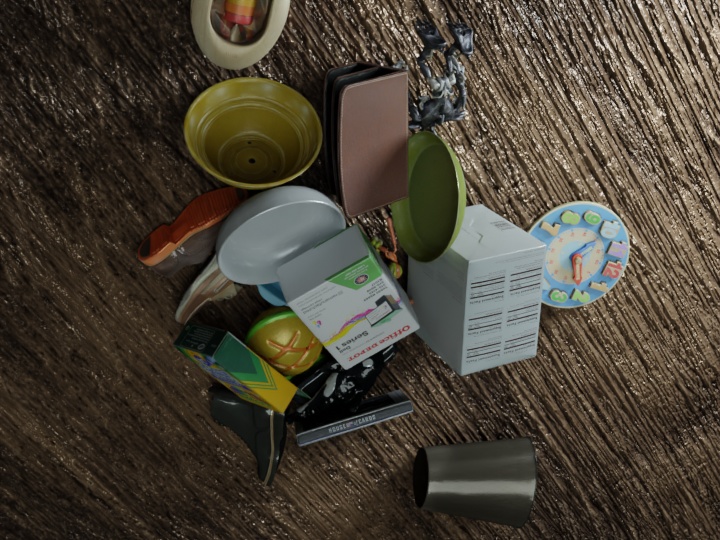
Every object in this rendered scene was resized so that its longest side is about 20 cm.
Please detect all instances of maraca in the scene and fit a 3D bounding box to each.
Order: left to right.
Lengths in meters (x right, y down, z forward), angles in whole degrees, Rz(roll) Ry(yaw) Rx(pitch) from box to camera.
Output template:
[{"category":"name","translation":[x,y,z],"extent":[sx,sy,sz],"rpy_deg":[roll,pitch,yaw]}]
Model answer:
[{"category":"maraca","translation":[-0.121,0.129,1.545],"extent":[0.137,0.107,0.200],"rpy_deg":[-14,143,-3]}]

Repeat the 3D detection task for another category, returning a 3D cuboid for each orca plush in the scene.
[{"category":"orca plush","translation":[-0.035,0.211,1.555],"extent":[0.200,0.071,0.105],"rpy_deg":[-30,135,-1]}]

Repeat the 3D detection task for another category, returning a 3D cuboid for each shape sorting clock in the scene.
[{"category":"shape sorting clock","translation":[0.372,-0.024,1.611],"extent":[0.200,0.039,0.200],"rpy_deg":[-5,115,-10]}]

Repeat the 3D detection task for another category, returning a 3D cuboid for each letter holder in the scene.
[{"category":"letter holder","translation":[-0.011,-0.194,1.381],"extent":[0.142,0.101,0.200],"rpy_deg":[-25,124,-39]}]

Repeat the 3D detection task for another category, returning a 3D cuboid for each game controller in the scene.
[{"category":"game controller","translation":[-0.028,0.173,1.607],"extent":[0.200,0.042,0.104],"rpy_deg":[-38,135,6]}]

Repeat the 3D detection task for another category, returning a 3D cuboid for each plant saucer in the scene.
[{"category":"plant saucer","translation":[0.106,-0.111,1.408],"extent":[0.031,0.200,0.200],"rpy_deg":[-4,117,-27]}]

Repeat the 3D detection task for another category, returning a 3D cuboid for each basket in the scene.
[{"category":"basket","translation":[0.207,0.391,1.723],"extent":[0.200,0.136,0.181],"rpy_deg":[4,110,-10]}]

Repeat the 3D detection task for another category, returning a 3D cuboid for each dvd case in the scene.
[{"category":"dvd case","translation":[-0.015,0.252,1.600],"extent":[0.200,0.150,0.025],"rpy_deg":[-16,91,-5]}]

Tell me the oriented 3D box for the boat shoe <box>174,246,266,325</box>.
[{"category":"boat shoe","translation":[-0.223,0.017,1.474],"extent":[0.072,0.076,0.200],"rpy_deg":[37,109,-12]}]

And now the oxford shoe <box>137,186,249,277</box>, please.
[{"category":"oxford shoe","translation":[-0.249,-0.061,1.452],"extent":[0.200,0.071,0.073],"rpy_deg":[-31,133,11]}]

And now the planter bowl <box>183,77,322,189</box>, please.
[{"category":"planter bowl","translation":[-0.159,-0.183,1.372],"extent":[0.200,0.201,0.083],"rpy_deg":[-4,151,-10]}]

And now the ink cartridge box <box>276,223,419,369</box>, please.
[{"category":"ink cartridge box","translation":[-0.015,0.045,1.435],"extent":[0.145,0.084,0.200],"rpy_deg":[-30,135,7]}]

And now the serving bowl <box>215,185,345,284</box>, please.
[{"category":"serving bowl","translation":[-0.125,-0.062,1.377],"extent":[0.200,0.066,0.200],"rpy_deg":[-19,152,-11]}]

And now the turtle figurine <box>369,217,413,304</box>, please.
[{"category":"turtle figurine","translation":[0.000,0.000,1.529],"extent":[0.161,0.064,0.200],"rpy_deg":[-7,125,0]}]

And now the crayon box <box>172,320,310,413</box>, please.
[{"category":"crayon box","translation":[-0.189,0.163,1.480],"extent":[0.200,0.126,0.052],"rpy_deg":[43,68,-34]}]

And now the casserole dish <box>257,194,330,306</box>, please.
[{"category":"casserole dish","translation":[-0.096,-0.035,1.481],"extent":[0.121,0.039,0.200],"rpy_deg":[34,106,13]}]

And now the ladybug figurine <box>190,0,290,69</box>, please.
[{"category":"ladybug figurine","translation":[-0.169,-0.386,1.305],"extent":[0.136,0.072,0.200],"rpy_deg":[13,112,-17]}]

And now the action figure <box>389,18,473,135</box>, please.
[{"category":"action figure","translation":[0.111,-0.287,1.401],"extent":[0.119,0.102,0.200],"rpy_deg":[-9,143,-17]}]

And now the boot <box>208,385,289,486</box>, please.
[{"category":"boot","translation":[-0.201,0.284,1.628],"extent":[0.138,0.077,0.200],"rpy_deg":[11,120,2]}]

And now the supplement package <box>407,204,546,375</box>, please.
[{"category":"supplement package","translation":[0.181,0.026,1.496],"extent":[0.147,0.191,0.200],"rpy_deg":[-11,118,-22]}]
